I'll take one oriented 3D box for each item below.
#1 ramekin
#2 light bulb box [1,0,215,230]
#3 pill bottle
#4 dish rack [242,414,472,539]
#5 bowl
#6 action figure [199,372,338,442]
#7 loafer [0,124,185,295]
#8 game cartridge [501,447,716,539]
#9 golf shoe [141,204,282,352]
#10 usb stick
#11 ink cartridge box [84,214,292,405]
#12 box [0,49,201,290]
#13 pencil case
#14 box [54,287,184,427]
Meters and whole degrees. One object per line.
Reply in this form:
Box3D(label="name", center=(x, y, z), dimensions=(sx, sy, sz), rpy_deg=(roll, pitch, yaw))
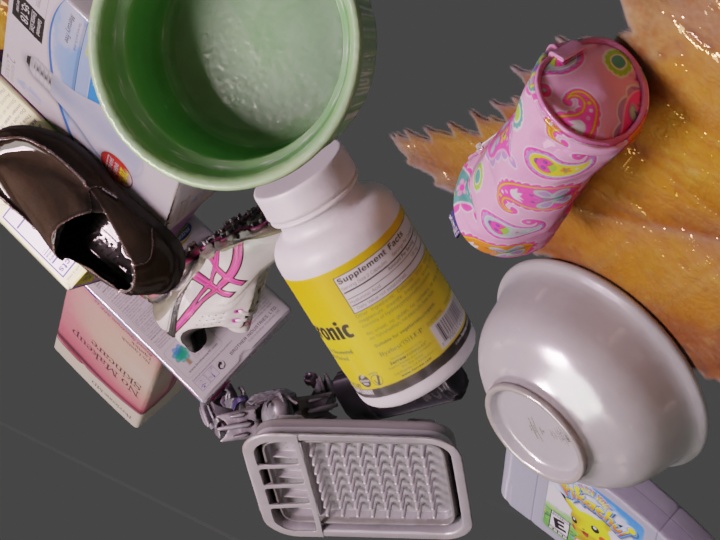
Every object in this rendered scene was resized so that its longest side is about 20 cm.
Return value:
Box3D(label="ramekin", center=(-0.083, -0.160, 1.434), dimensions=(0.200, 0.200, 0.098), rpy_deg=(44, -165, 6))
Box3D(label="light bulb box", center=(-0.172, -0.171, 1.626), dimensions=(0.200, 0.125, 0.199), rpy_deg=(44, 154, 9))
Box3D(label="pill bottle", center=(0.000, 0.000, 1.618), dimensions=(0.111, 0.111, 0.201), rpy_deg=(1, 127, 56))
Box3D(label="dish rack", center=(0.001, 0.184, 1.854), dimensions=(0.198, 0.044, 0.172), rpy_deg=(1, 141, 10))
Box3D(label="bowl", center=(0.157, 0.097, 1.538), dimensions=(0.201, 0.090, 0.202), rpy_deg=(36, 152, 22))
Box3D(label="action figure", center=(-0.091, 0.133, 1.931), dimensions=(0.200, 0.129, 0.070), rpy_deg=(143, 127, -77))
Box3D(label="loafer", center=(-0.232, -0.049, 1.643), dimensions=(0.199, 0.071, 0.073), rpy_deg=(34, 113, 12))
Box3D(label="game cartridge", center=(0.200, 0.199, 1.676), dimensions=(0.199, 0.040, 0.134), rpy_deg=(35, 148, 23))
Box3D(label="golf shoe", center=(-0.109, 0.004, 1.792), dimensions=(0.199, 0.073, 0.092), rpy_deg=(-29, 98, 42))
Box3D(label="usb stick", center=(0.033, 0.101, 1.795), dimensions=(0.056, 0.033, 0.200), rpy_deg=(58, 153, -6))
Box3D(label="ink cartridge box", center=(-0.173, 0.014, 1.884), dimensions=(0.200, 0.119, 0.042), rpy_deg=(43, 173, 6))
Box3D(label="box", center=(-0.260, -0.094, 1.782), dimensions=(0.200, 0.097, 0.176), rpy_deg=(45, -165, 8))
Box3D(label="pencil case", center=(0.122, -0.079, 1.359), dimensions=(0.087, 0.087, 0.200), rpy_deg=(45, 155, 5))
Box3D(label="box", center=(-0.216, 0.048, 2.009), dimensions=(0.128, 0.109, 0.200), rpy_deg=(43, 153, 8))
